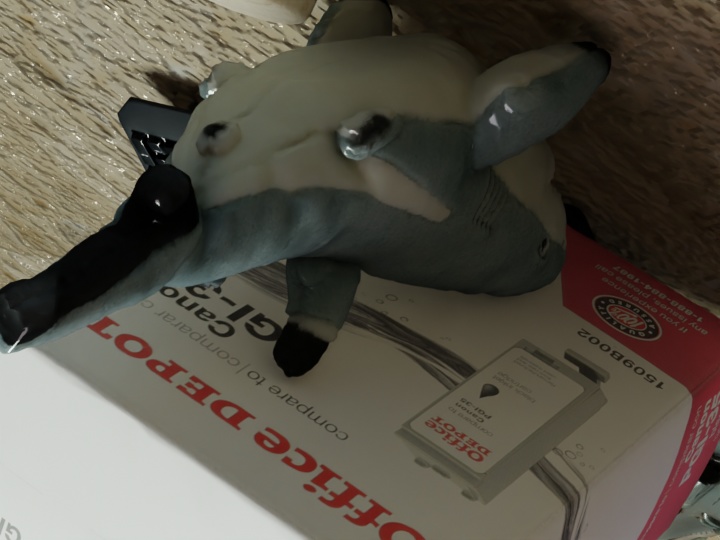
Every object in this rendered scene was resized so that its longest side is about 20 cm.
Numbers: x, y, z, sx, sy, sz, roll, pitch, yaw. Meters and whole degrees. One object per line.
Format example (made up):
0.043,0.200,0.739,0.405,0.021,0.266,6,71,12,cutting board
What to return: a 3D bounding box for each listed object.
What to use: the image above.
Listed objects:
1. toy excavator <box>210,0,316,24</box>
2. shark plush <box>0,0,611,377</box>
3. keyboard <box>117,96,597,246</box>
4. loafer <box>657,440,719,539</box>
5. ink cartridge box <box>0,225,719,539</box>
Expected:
-0.045,-0.112,0.525,0.200,0.100,0.194,31,167,-33,toy excavator
-0.004,-0.010,0.606,0.091,0.200,0.083,12,113,27,shark plush
0.000,0.000,0.818,0.200,0.040,0.104,16,151,37,keyboard
0.109,0.079,0.846,0.072,0.063,0.200,30,164,1,loafer
0.001,0.048,0.676,0.146,0.200,0.083,33,124,18,ink cartridge box
